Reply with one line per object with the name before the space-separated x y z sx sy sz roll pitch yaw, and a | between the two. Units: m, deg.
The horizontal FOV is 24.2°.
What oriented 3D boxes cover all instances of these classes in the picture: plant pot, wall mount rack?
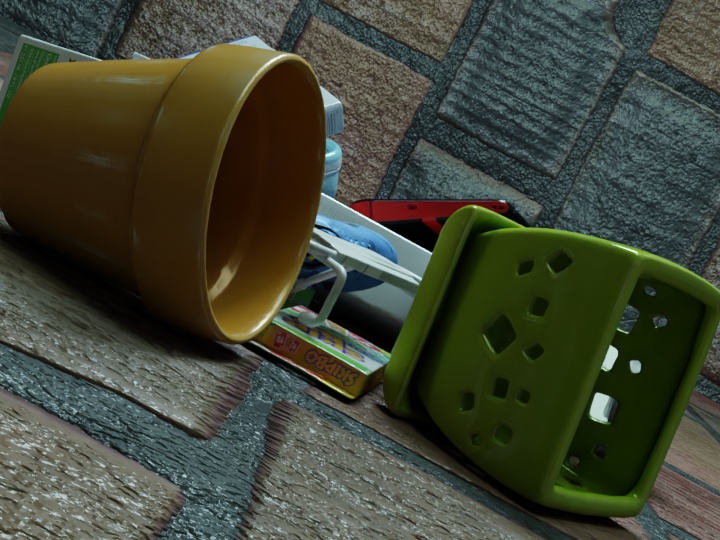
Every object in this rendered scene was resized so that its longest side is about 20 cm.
plant pot | -0.145 -0.067 1.167 0.182 0.202 0.200 13 0 18
plant pot | 0.143 0.065 1.307 0.181 0.201 0.199 22 2 32
wall mount rack | -0.035 0.005 1.362 0.199 0.075 0.174 23 8 -45

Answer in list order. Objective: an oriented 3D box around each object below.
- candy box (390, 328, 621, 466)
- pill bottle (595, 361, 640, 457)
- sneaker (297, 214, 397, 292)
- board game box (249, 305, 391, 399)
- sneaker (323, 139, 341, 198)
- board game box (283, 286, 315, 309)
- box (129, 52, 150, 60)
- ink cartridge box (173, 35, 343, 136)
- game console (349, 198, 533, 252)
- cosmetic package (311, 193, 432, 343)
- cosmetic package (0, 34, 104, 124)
candy box | 0.139 0.074 1.534 0.199 0.061 0.137 28 44 1
pill bottle | 0.207 0.106 1.655 0.199 0.114 0.114 29 5 3
sneaker | -0.029 -0.014 1.483 0.199 0.066 0.078 16 2 -43
board game box | -0.029 0.063 1.325 0.095 0.030 0.200 28 7 6
sneaker | -0.109 -0.057 1.774 0.199 0.131 0.080 -14 31 -22
board game box | -0.151 -0.024 1.513 0.199 0.029 0.134 24 6 -40
box | -0.179 -0.140 1.937 0.199 0.131 0.199 29 5 10
ink cartridge box | -0.150 -0.173 1.783 0.195 0.044 0.200 -21 36 -23
game console | 0.095 -0.041 1.742 0.176 0.031 0.200 -4 -14 20
cosmetic package | 0.000 0.000 1.656 0.199 0.081 0.113 30 -12 5
cosmetic package | -0.242 -0.141 1.587 0.199 0.108 0.085 18 -1 28
